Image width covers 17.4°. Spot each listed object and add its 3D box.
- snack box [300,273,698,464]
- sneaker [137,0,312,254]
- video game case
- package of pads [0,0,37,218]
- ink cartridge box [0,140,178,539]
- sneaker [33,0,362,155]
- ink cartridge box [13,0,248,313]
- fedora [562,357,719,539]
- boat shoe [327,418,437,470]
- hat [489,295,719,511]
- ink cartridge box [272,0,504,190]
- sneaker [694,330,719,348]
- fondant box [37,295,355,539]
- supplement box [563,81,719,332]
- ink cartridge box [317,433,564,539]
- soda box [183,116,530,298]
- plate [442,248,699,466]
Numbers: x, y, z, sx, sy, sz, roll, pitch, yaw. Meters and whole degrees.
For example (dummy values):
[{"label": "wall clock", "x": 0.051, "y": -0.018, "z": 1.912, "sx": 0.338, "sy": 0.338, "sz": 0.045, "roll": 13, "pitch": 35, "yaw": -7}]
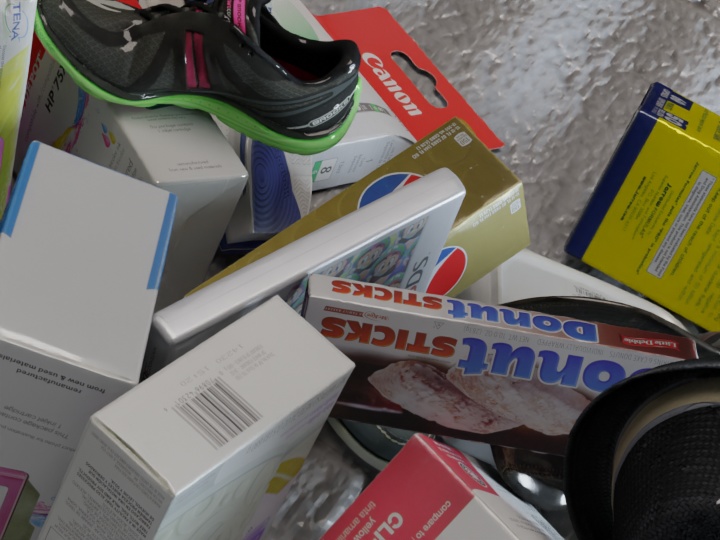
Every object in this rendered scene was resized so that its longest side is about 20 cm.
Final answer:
[{"label": "snack box", "x": 0.065, "y": 0.052, "z": 1.186, "sx": 0.198, "sy": 0.072, "sz": 0.024, "roll": 10, "pitch": 32, "yaw": -5}, {"label": "sneaker", "x": -0.105, "y": -0.101, "z": 1.486, "sx": 0.080, "sy": 0.115, "sz": 0.201, "roll": 8, "pitch": 68, "yaw": -59}, {"label": "video game case", "x": -0.043, "y": 0.044, "z": 1.245, "sx": 0.199, "sy": 0.183, "sz": 0.024, "roll": -27, "pitch": 65, "yaw": -32}, {"label": "package of pads", "x": -0.234, "y": -0.132, "z": 1.351, "sx": 0.068, "sy": 0.201, "sz": 0.155, "roll": 0, "pitch": 45, "yaw": -17}, {"label": "ink cartridge box", "x": -0.167, "y": 0.062, "z": 1.173, "sx": 0.084, "sy": 0.201, "sz": 0.145, "roll": 20, "pitch": 39, "yaw": -11}, {"label": "sneaker", "x": -0.090, "y": -0.132, "z": 1.335, "sx": 0.199, "sy": 0.084, "sz": 0.077, "roll": 14, "pitch": 39, "yaw": -20}, {"label": "ink cartridge box", "x": -0.154, "y": -0.082, "z": 1.405, "sx": 0.067, "sy": 0.117, "sz": 0.200, "roll": -8, "pitch": 49, "yaw": -35}, {"label": "fedora", "x": 0.179, "y": 0.143, "z": 1.150, "sx": 0.200, "sy": 0.201, "sz": 0.092, "roll": 26, "pitch": 41, "yaw": 1}, {"label": "boat shoe", "x": 0.010, "y": 0.033, "z": 1.407, "sx": 0.072, "sy": 0.062, "sz": 0.201, "roll": 9, "pitch": 43, "yaw": -24}, {"label": "hat", "x": 0.115, "y": 0.086, "z": 1.271, "sx": 0.199, "sy": 0.201, "sz": 0.081, "roll": 11, "pitch": 68, "yaw": -17}, {"label": "ink cartridge box", "x": -0.011, "y": -0.134, "z": 1.598, "sx": 0.199, "sy": 0.050, "sz": 0.161, "roll": -15, "pitch": 54, "yaw": -36}, {"label": "sneaker", "x": 0.197, "y": 0.123, "z": 1.354, "sx": 0.077, "sy": 0.082, "sz": 0.201, "roll": 13, "pitch": 66, "yaw": -23}, {"label": "fondant box", "x": -0.095, "y": 0.122, "z": 1.142, "sx": 0.058, "sy": 0.201, "sz": 0.144, "roll": 40, "pitch": 41, "yaw": 14}, {"label": "supplement box", "x": 0.250, "y": -0.023, "z": 1.543, "sx": 0.199, "sy": 0.110, "sz": 0.109, "roll": 29, "pitch": 19, "yaw": 4}, {"label": "ink cartridge box", "x": 0.089, "y": 0.188, "z": 1.210, "sx": 0.200, "sy": 0.083, "sz": 0.145, "roll": 45, "pitch": 4, "yaw": 22}, {"label": "soda box", "x": 0.000, "y": 0.000, "z": 1.366, "sx": 0.199, "sy": 0.064, "sz": 0.068, "roll": -34, "pitch": 57, "yaw": -14}, {"label": "plate", "x": 0.140, "y": 0.062, "z": 1.450, "sx": 0.198, "sy": 0.032, "sz": 0.201, "roll": 22, "pitch": 38, "yaw": -17}]
